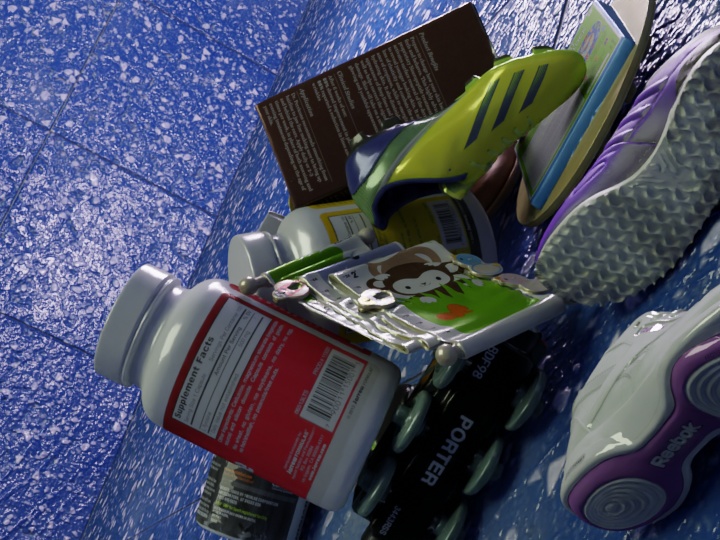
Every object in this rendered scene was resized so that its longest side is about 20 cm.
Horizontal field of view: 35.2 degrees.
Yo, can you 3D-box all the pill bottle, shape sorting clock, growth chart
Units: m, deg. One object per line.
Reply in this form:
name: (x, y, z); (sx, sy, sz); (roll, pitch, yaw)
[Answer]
pill bottle: (0.000, 0.000, 0.905); (0.112, 0.197, 0.114); (171, 90, -70)
shape sorting clock: (0.172, -0.125, 0.870); (0.200, 0.039, 0.202); (-157, 89, -81)
pill bottle: (-0.080, 0.076, 0.796); (0.113, 0.198, 0.112); (-64, -4, 0)
growth chart: (0.035, 0.013, 0.765); (0.144, 0.198, 0.018); (-28, -56, -41)
pill bottle: (-0.085, 0.164, 1.116); (0.106, 0.105, 0.203); (173, 115, -74)

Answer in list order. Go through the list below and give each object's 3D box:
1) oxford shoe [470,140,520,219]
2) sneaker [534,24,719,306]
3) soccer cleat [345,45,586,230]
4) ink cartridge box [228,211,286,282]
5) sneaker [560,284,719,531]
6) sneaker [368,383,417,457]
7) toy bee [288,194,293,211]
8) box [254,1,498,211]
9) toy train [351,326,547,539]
oxford shoe: (0.108, -0.119, 1.040); (0.072, 0.071, 0.201); (-52, 19, 34)
sneaker: (0.182, -0.067, 0.693); (0.201, 0.069, 0.100); (-52, 11, 28)
soccer cleat: (0.083, -0.095, 0.843); (0.198, 0.065, 0.085); (-26, 62, 12)
ink cartridge box: (-0.103, 0.044, 1.277); (0.146, 0.083, 0.200); (-62, -5, -22)
sneaker: (0.158, 0.040, 0.546); (0.200, 0.074, 0.100); (-52, 19, 40)
sneaker: (-0.010, 0.138, 0.982); (0.200, 0.082, 0.072); (-41, 26, 58)
toy bee: (-0.027, -0.113, 1.257); (0.201, 0.108, 0.131); (-54, -10, 22)
box: (0.024, -0.126, 0.936); (0.198, 0.101, 0.075); (-24, -14, 7)
toy train: (0.060, 0.108, 0.792); (0.202, 0.084, 0.114); (-60, 5, 13)
